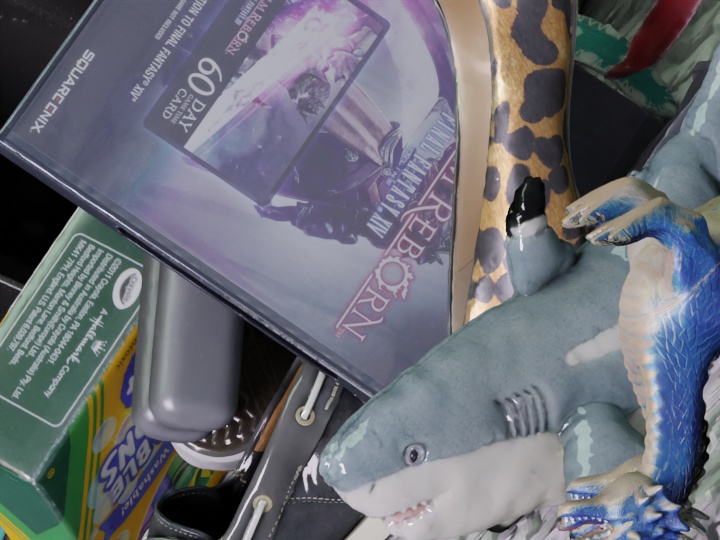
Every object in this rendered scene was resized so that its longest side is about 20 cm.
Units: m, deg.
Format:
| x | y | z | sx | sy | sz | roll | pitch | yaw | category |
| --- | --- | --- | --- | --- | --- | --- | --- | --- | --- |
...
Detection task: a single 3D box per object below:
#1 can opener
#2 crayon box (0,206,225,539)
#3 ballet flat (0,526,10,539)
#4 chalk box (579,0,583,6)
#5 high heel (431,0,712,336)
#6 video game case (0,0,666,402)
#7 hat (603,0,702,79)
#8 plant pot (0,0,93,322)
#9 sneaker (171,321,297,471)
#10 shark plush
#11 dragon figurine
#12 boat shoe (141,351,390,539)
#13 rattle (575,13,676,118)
| x | y | z | sx | sy | sz | roll | pitch | yaw | category |
| --- | --- | --- | --- | --- | --- | --- | --- | --- | --- |
| -0.041 | -0.036 | 1.056 | 0.053 | 0.067 | 0.201 | 147 | 129 | -68 | can opener |
| -0.092 | 0.058 | 1.154 | 0.126 | 0.051 | 0.200 | -58 | -19 | -17 | crayon box |
| -0.138 | 0.075 | 1.261 | 0.075 | 0.068 | 0.200 | -28 | -21 | -31 | ballet flat |
| 0.019 | -0.133 | 1.244 | 0.125 | 0.124 | 0.200 | -57 | 18 | -19 | chalk box |
| 0.021 | -0.062 | 0.982 | 0.143 | 0.200 | 0.071 | -50 | -1 | -4 | high heel |
| -0.007 | -0.045 | 1.022 | 0.143 | 0.200 | 0.019 | -56 | -3 | -13 | video game case |
| 0.170 | -0.139 | 0.930 | 0.200 | 0.165 | 0.177 | -84 | -5 | -81 | hat |
| -0.167 | -0.013 | 1.372 | 0.178 | 0.199 | 0.200 | 116 | 176 | -46 | plant pot |
| 0.000 | 0.000 | 1.123 | 0.200 | 0.073 | 0.085 | -41 | -12 | -7 | sneaker |
| 0.074 | 0.005 | 0.901 | 0.200 | 0.083 | 0.091 | -51 | 17 | 1 | shark plush |
| 0.125 | 0.004 | 0.818 | 0.200 | 0.100 | 0.059 | -33 | 15 | -5 | dragon figurine |
| -0.056 | 0.109 | 1.055 | 0.200 | 0.068 | 0.072 | -48 | 19 | 15 | boat shoe |
| 0.039 | -0.140 | 1.066 | 0.143 | 0.129 | 0.201 | 87 | 172 | -46 | rattle |
